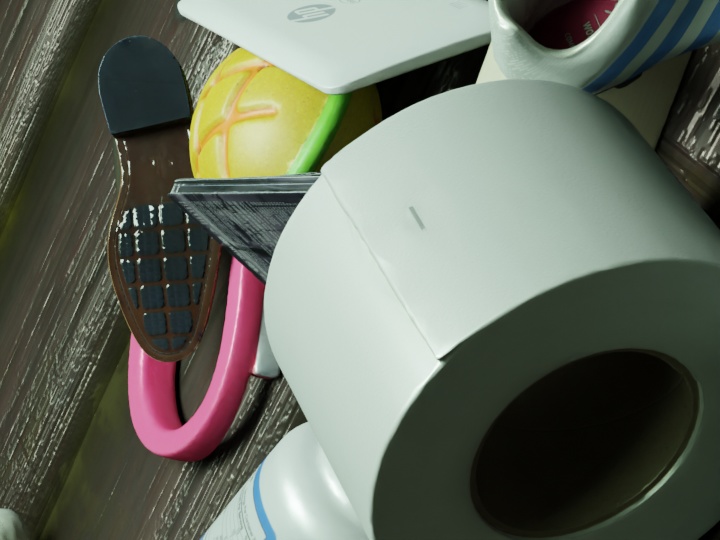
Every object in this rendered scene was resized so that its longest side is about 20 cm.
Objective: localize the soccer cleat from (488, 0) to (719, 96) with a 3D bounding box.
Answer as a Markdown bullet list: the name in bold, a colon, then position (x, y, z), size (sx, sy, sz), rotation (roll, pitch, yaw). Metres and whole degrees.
- **soccer cleat**: position (0.149, -0.137, 0.889), size (0.200, 0.086, 0.070), rotation (-28, 61, 10)

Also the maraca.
- **maraca**: position (-0.046, -0.089, 1.193), size (0.137, 0.107, 0.200), rotation (-50, 21, 17)

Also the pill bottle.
- **pill bottle**: position (-0.019, 0.149, 1.056), size (0.200, 0.112, 0.112), rotation (-51, 41, 31)

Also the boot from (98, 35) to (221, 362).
- **boot**: position (-0.121, -0.043, 1.270), size (0.097, 0.075, 0.200), rotation (37, -132, -88)

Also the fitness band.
- **fitness band**: position (-0.100, 0.022, 1.282), size (0.144, 0.037, 0.200), rotation (-15, 64, 52)

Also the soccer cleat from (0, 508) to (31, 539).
- **soccer cleat**: position (-0.271, 0.258, 1.415), size (0.078, 0.069, 0.200), rotation (50, 126, 44)

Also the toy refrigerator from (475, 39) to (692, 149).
- **toy refrigerator**: position (0.108, -0.099, 1.001), size (0.070, 0.076, 0.200), rotation (30, 103, 54)

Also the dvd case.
- **dvd case**: position (0.000, 0.000, 1.060), size (0.200, 0.149, 0.016), rotation (3, 54, 55)

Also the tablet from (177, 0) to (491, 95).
- **tablet**: position (-0.009, -0.148, 1.150), size (0.200, 0.130, 0.014), rotation (34, 139, 54)

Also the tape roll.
- **tape roll**: position (0.072, 0.035, 0.891), size (0.203, 0.202, 0.139), rotation (-58, 37, 23)
